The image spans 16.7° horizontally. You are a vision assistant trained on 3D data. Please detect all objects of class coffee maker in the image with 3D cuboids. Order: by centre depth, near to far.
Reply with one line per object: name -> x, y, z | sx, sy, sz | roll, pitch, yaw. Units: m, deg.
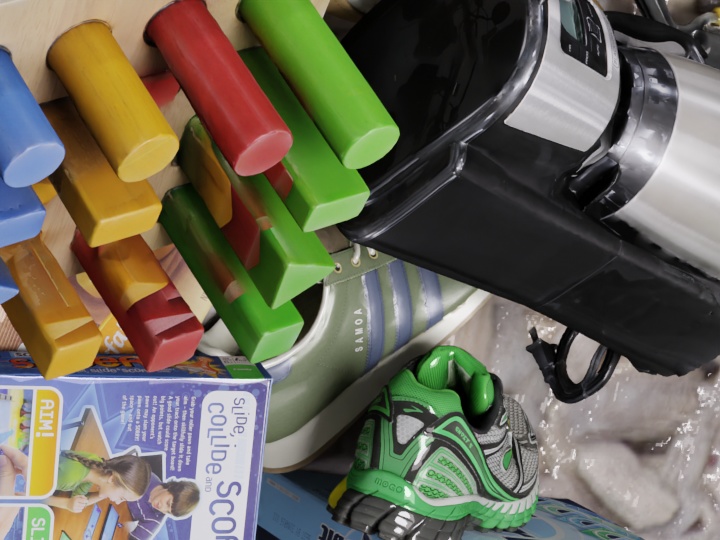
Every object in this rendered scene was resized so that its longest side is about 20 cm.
coffee maker -> 0.082, -0.032, 1.076 | 0.200, 0.135, 0.192 | 23, 111, -32

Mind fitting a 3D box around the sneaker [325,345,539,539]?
sneaker -> 0.051, 0.079, 1.174 | 0.200, 0.078, 0.085 | -14, 125, -75

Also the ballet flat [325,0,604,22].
ballet flat -> 0.037, -0.134, 1.106 | 0.200, 0.063, 0.069 | 12, 101, -39

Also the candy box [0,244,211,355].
candy box -> -0.140, 0.022, 1.095 | 0.115, 0.055, 0.200 | 33, 87, -34

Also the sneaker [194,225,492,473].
sneaker -> 0.000, 0.000, 1.171 | 0.200, 0.067, 0.090 | -46, 129, -9

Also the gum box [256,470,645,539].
gum box -> 0.072, 0.150, 1.203 | 0.200, 0.170, 0.045 | 10, 98, -34

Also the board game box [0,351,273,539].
board game box -> -0.115, 0.135, 1.072 | 0.135, 0.034, 0.200 | 2, 105, -17

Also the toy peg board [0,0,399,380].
toy peg board -> -0.091, -0.028, 0.946 | 0.199, 0.098, 0.200 | -19, 153, -32

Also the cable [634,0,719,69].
cable -> 0.158, -0.114, 1.252 | 0.200, 0.050, 0.097 | 17, 110, -37
